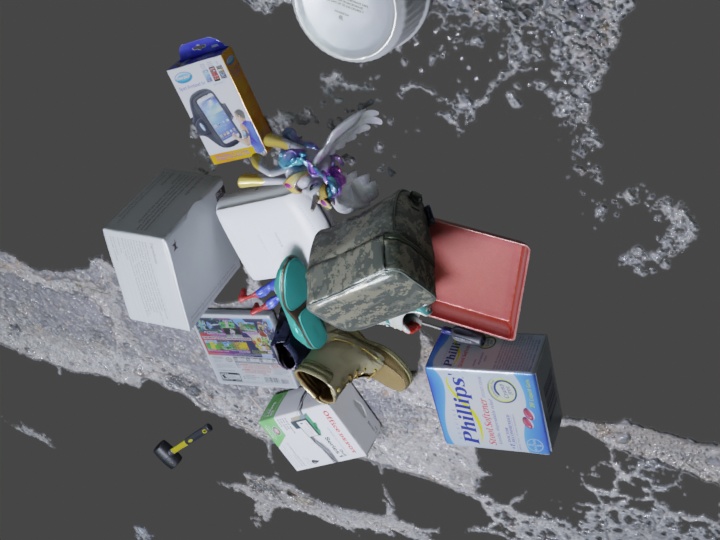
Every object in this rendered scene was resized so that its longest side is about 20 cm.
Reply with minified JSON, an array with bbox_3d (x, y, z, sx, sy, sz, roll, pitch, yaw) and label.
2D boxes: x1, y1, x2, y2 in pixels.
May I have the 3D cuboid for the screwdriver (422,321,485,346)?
[{"bbox_3d":[0.129,0.099,1.665,0.197,0.028,0.029,13,158,37],"label":"screwdriver"}]

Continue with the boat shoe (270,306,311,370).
[{"bbox_3d":[-0.114,0.162,1.789,0.073,0.094,0.202,-3,136,25],"label":"boat shoe"}]

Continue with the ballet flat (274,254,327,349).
[{"bbox_3d":[-0.116,0.052,1.663,0.070,0.067,0.202,22,142,42],"label":"ballet flat"}]

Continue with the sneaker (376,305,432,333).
[{"bbox_3d":[0.051,0.075,1.621,0.094,0.070,0.199,57,141,6],"label":"sneaker"}]

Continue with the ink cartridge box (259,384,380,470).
[{"bbox_3d":[-0.080,0.306,1.911,0.198,0.085,0.147,-21,115,38],"label":"ink cartridge box"}]

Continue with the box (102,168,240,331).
[{"bbox_3d":[-0.324,-0.039,1.687,0.128,0.200,0.203,9,129,21],"label":"box"}]

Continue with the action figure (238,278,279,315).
[{"bbox_3d":[-0.130,0.026,1.741,0.197,0.052,0.066,-18,121,32],"label":"action figure"}]

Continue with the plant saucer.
[{"bbox_3d":[0.174,0.005,1.570,0.197,0.037,0.202,17,131,17],"label":"plant saucer"}]

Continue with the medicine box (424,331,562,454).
[{"bbox_3d":[0.232,0.208,1.655,0.196,0.103,0.185,0,125,27],"label":"medicine box"}]

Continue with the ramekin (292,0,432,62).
[{"bbox_3d":[-0.006,-0.381,1.319,0.199,0.095,0.205,15,131,17],"label":"ramekin"}]

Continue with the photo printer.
[{"bbox_3d":[-0.132,-0.070,1.650,0.197,0.070,0.168,-8,122,32],"label":"photo printer"}]

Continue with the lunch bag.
[{"bbox_3d":[0.018,-0.020,1.493,0.198,0.171,0.139,-23,146,32],"label":"lunch bag"}]

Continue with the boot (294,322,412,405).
[{"bbox_3d":[-0.012,0.190,1.733,0.199,0.156,0.073,36,134,-3],"label":"boot"}]

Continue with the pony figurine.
[{"bbox_3d":[-0.066,-0.159,1.486,0.198,0.192,0.169,23,133,36],"label":"pony figurine"}]

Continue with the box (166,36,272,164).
[{"bbox_3d":[-0.230,-0.275,1.561,0.117,0.042,0.202,-7,124,32],"label":"box"}]

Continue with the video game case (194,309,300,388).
[{"bbox_3d":[-0.230,0.155,1.915,0.197,0.023,0.185,1,125,29],"label":"video game case"}]

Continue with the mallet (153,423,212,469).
[{"bbox_3d":[-0.392,0.400,2.189,0.198,0.041,0.066,-27,109,36],"label":"mallet"}]
